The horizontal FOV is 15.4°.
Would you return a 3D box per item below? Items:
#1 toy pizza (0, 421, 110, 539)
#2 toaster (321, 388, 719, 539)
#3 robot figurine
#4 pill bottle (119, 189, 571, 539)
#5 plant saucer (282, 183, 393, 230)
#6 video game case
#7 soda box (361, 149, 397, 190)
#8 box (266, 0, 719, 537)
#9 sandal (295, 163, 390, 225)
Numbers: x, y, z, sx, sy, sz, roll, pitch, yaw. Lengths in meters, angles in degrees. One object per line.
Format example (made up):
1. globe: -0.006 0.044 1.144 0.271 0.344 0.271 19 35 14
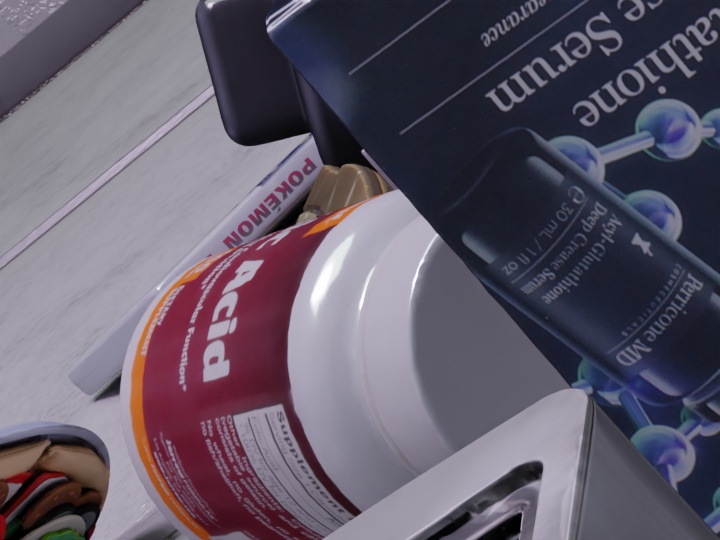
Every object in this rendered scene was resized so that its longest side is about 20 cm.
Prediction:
1. toy pizza: -0.179 0.139 1.092 0.200 0.032 0.200 -35 -22 -17
2. toaster: 0.011 0.134 0.501 0.181 0.119 0.200 -35 13 21
3. robot figurine: 0.031 -0.110 1.192 0.200 0.125 0.150 -15 41 1
4. pill bottle: 0.010 0.034 0.857 0.114 0.114 0.200 -47 14 -26
5. plant saucer: -0.026 0.013 1.237 0.200 0.029 0.200 -39 12 10
6. video game case: -0.066 -0.019 1.406 0.182 0.023 0.200 -46 3 -23
7. soda box: 0.096 -0.089 0.950 0.200 0.063 0.068 -46 13 -18
8. box: 0.103 -0.043 0.645 0.148 0.200 0.107 -35 14 27
9. sandal: 0.000 0.000 1.071 0.080 0.054 0.200 -64 6 5
